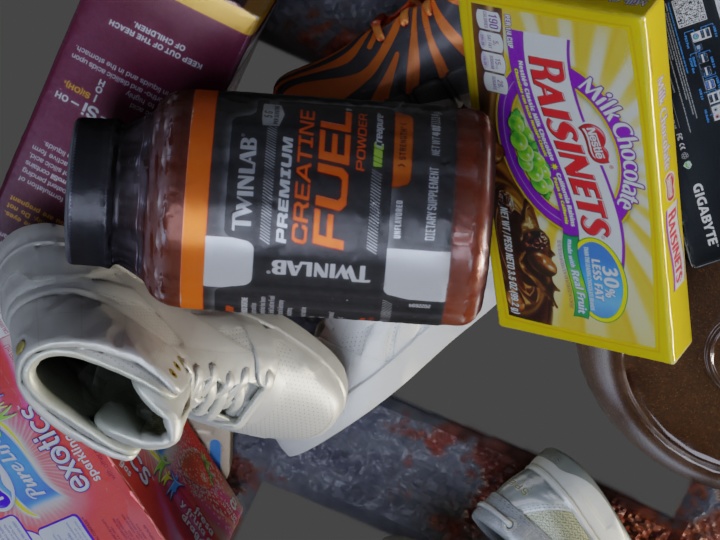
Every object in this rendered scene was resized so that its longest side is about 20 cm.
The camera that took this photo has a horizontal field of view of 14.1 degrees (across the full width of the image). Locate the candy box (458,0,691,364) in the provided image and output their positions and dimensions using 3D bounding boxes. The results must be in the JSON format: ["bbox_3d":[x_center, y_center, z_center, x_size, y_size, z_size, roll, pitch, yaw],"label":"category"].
[{"bbox_3d":[0.105,-0.050,1.415,0.102,0.026,0.200,11,129,28],"label":"candy box"}]

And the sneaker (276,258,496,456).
[{"bbox_3d":[0.000,0.000,1.535,0.200,0.074,0.116,-42,101,18],"label":"sneaker"}]

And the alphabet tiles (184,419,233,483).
[{"bbox_3d":[-0.168,0.064,1.634,0.200,0.015,0.196,7,118,9],"label":"alphabet tiles"}]

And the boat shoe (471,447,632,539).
[{"bbox_3d":[0.133,0.194,1.590,0.065,0.074,0.202,-34,106,-15],"label":"boat shoe"}]

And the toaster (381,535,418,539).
[{"bbox_3d":[0.066,0.261,1.544,0.181,0.119,0.200,16,121,21],"label":"toaster"}]

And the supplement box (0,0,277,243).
[{"bbox_3d":[-0.114,-0.087,1.487,0.086,0.110,0.200,26,120,-2],"label":"supplement box"}]

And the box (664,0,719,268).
[{"bbox_3d":[0.204,-0.118,1.408,0.159,0.046,0.200,-20,113,-1],"label":"box"}]

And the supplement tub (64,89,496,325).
[{"bbox_3d":[-0.039,-0.031,1.387,0.200,0.107,0.107,3,119,-2],"label":"supplement tub"}]

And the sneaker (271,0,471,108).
[{"bbox_3d":[0.042,-0.139,1.454,0.200,0.078,0.112,-15,109,8],"label":"sneaker"}]

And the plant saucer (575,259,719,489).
[{"bbox_3d":[0.209,0.039,1.528,0.200,0.032,0.201,5,119,9],"label":"plant saucer"}]

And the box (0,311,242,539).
[{"bbox_3d":[-0.164,0.094,1.586,0.103,0.095,0.200,-25,109,23],"label":"box"}]

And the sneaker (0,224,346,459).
[{"bbox_3d":[-0.089,0.061,1.437,0.200,0.116,0.074,23,117,-25],"label":"sneaker"}]
